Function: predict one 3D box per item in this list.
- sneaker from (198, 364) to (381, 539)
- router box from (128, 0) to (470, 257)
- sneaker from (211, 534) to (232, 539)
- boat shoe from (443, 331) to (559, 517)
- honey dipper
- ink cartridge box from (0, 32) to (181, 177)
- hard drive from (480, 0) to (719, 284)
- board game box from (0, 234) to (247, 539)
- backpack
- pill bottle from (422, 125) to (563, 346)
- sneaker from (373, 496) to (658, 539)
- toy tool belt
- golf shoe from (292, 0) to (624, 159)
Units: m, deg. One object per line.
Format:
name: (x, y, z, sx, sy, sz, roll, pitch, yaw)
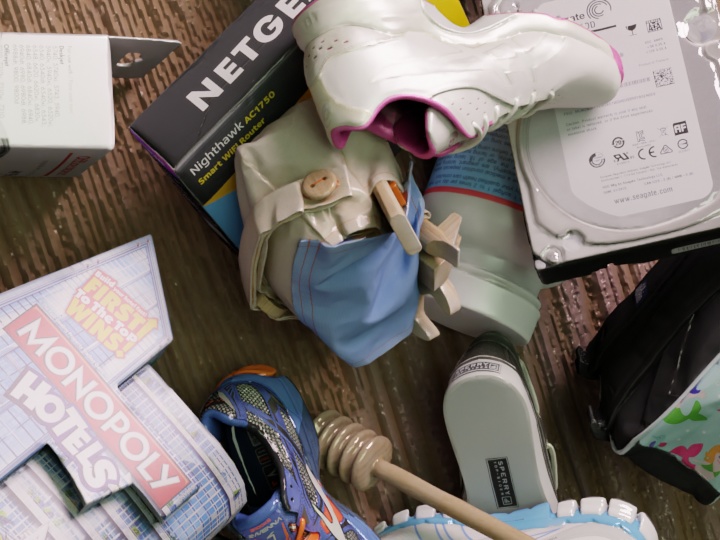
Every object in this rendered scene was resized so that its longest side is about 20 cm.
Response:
sneaker: (-0.044, 0.154, 1.005, 0.075, 0.078, 0.200, -34, 82, 21)
router box: (-0.026, -0.105, 1.002, 0.200, 0.149, 0.051, -47, 58, -6)
sneaker: (-0.138, 0.109, 1.003, 0.199, 0.060, 0.104, 24, 81, -14)
boat shoe: (0.096, 0.135, 1.070, 0.071, 0.064, 0.200, -2, 117, 13)
honey dipper: (0.050, 0.139, 1.009, 0.038, 0.200, 0.038, -32, 135, -39)
ink cartridge box: (-0.210, -0.093, 0.963, 0.199, 0.116, 0.068, -1, 86, -20)
hard drive: (0.153, -0.103, 1.001, 0.139, 0.038, 0.201, -12, 70, 9)
board game box: (-0.157, 0.081, 0.924, 0.200, 0.062, 0.200, 47, 55, 2)
backpack: (0.249, 0.034, 1.056, 0.150, 0.178, 0.200, 25, 115, -10)
pill bottle: (0.101, -0.059, 1.078, 0.109, 0.109, 0.200, 25, 78, -16)
sneaker: (0.078, 0.190, 1.017, 0.200, 0.087, 0.075, -12, 120, 19)
toy tool belt: (0.000, 0.000, 0.973, 0.125, 0.200, 0.123, -38, 58, -17)
golf shoe: (0.058, -0.098, 0.929, 0.199, 0.075, 0.092, 4, 66, -23)
